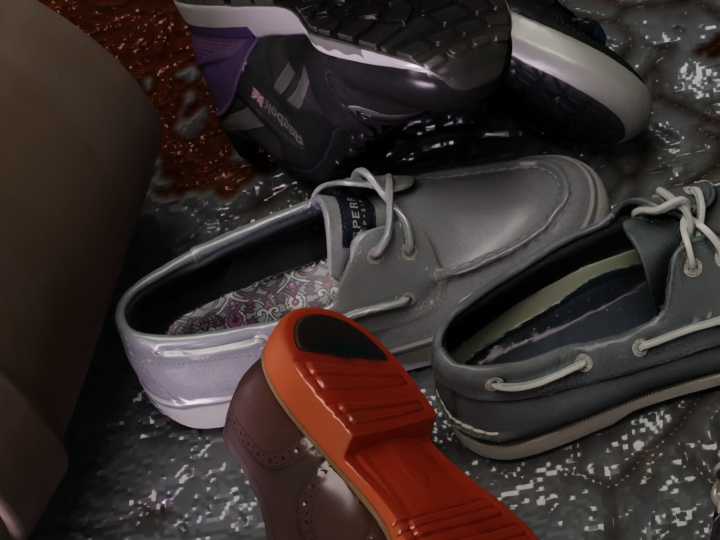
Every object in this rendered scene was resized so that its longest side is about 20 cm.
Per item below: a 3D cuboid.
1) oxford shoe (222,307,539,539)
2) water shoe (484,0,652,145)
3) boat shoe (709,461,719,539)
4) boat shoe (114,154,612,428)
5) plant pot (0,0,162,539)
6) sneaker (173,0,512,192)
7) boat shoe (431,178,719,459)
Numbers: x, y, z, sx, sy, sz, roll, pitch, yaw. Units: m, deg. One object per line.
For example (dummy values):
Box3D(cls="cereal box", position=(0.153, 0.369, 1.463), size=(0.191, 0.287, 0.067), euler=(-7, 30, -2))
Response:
Box3D(cls="oxford shoe", position=(0.015, 0.110, 0.909), size=(0.073, 0.071, 0.200), euler=(-51, 56, 32))
Box3D(cls="water shoe", position=(0.050, -0.122, 1.022), size=(0.200, 0.072, 0.079), euler=(31, 76, 34))
Box3D(cls="boat shoe", position=(0.141, 0.076, 0.865), size=(0.063, 0.073, 0.200), euler=(-4, 48, 39))
Box3D(cls="boat shoe", position=(-0.001, -0.001, 0.967), size=(0.201, 0.072, 0.070), euler=(-23, 54, 6))
Box3D(cls="plant pot", position=(-0.171, -0.016, 0.964), size=(0.200, 0.200, 0.174), euler=(20, 68, 30))
Box3D(cls="sneaker", position=(0.002, -0.071, 0.978), size=(0.076, 0.088, 0.200), euler=(-22, 21, -24))
Box3D(cls="boat shoe", position=(0.117, 0.004, 0.925), size=(0.200, 0.062, 0.073), euler=(-27, 53, 4))
